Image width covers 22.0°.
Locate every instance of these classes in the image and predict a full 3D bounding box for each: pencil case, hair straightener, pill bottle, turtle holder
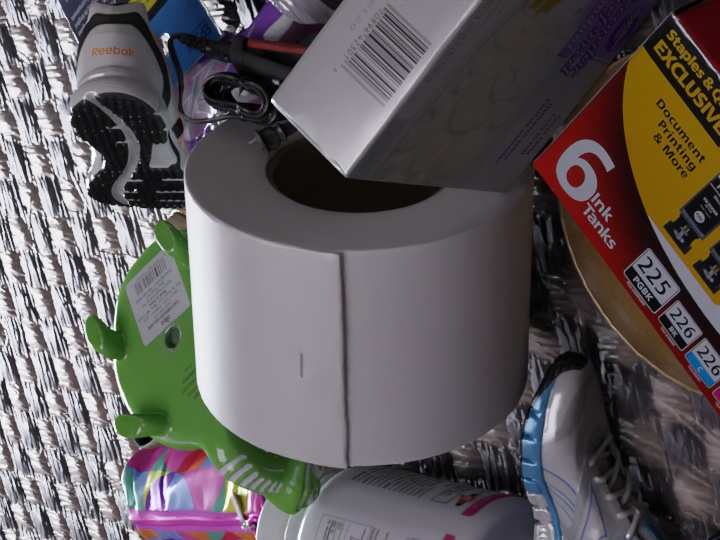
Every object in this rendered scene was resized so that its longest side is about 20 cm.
[{"bbox_3d":[-0.099,0.166,1.375,0.199,0.088,0.089,-9,105,52],"label":"pencil case"},{"bbox_3d":[-0.047,-0.104,1.052,0.199,0.077,0.041,18,146,38],"label":"hair straightener"},{"bbox_3d":[0.029,0.190,1.223,0.199,0.113,0.114,8,117,46],"label":"pill bottle"},{"bbox_3d":[-0.081,0.058,1.235,0.185,0.131,0.142,33,104,41],"label":"turtle holder"}]

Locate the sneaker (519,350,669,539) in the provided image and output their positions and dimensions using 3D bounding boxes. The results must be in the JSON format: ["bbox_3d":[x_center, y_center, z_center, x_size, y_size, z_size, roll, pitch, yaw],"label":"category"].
[{"bbox_3d":[0.147,0.140,1.109,0.086,0.075,0.202,10,123,30],"label":"sneaker"}]

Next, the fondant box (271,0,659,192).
[{"bbox_3d":[0.060,-0.113,0.906,0.058,0.200,0.145,44,108,18],"label":"fondant box"}]

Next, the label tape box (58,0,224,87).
[{"bbox_3d":[-0.144,-0.211,1.207,0.143,0.066,0.201,-37,77,51],"label":"label tape box"}]

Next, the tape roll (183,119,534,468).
[{"bbox_3d":[0.000,0.000,1.075,0.202,0.202,0.140,26,130,37],"label":"tape roll"}]

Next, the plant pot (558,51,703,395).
[{"bbox_3d":[0.189,-0.026,0.985,0.199,0.027,0.202,26,129,36],"label":"plant pot"}]

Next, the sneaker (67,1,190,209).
[{"bbox_3d":[-0.139,-0.098,1.159,0.200,0.073,0.081,99,171,-69],"label":"sneaker"}]

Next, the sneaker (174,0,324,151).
[{"bbox_3d":[-0.081,-0.124,1.196,0.089,0.080,0.200,58,143,18],"label":"sneaker"}]

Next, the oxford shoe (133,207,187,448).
[{"bbox_3d":[-0.135,0.048,1.355,0.070,0.074,0.202,28,130,35],"label":"oxford shoe"}]

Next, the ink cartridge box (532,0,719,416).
[{"bbox_3d":[0.205,-0.032,0.876,0.201,0.084,0.176,54,141,11],"label":"ink cartridge box"}]

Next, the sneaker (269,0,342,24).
[{"bbox_3d":[0.015,-0.179,1.057,0.200,0.075,0.114,43,138,14],"label":"sneaker"}]

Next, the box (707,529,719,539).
[{"bbox_3d":[0.241,0.232,0.968,0.086,0.163,0.201,-25,92,51],"label":"box"}]
